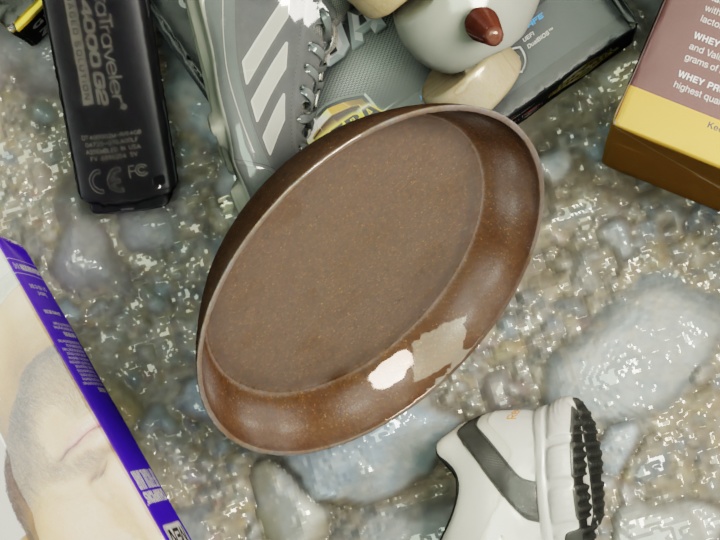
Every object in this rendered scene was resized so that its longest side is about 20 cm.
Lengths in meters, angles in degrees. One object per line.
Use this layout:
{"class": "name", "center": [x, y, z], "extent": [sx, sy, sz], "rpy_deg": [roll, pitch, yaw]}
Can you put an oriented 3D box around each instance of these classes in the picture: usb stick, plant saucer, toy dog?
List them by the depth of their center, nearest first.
{"class": "toy dog", "center": [0.081, -0.160, 0.894], "extent": [0.132, 0.096, 0.200], "rpy_deg": [23, 91, -26]}
{"class": "plant saucer", "center": [0.000, 0.000, 0.911], "extent": [0.200, 0.200, 0.034], "rpy_deg": [-46, 54, 0]}
{"class": "usb stick", "center": [-0.131, -0.127, 0.962], "extent": [0.055, 0.033, 0.200], "rpy_deg": [-5, 109, 7]}

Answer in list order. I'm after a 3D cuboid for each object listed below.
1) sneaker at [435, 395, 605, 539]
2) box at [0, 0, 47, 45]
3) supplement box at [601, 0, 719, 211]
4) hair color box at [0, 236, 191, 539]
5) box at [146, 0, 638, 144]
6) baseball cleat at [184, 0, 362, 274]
{"class": "sneaker", "center": [0.081, 0.164, 0.946], "extent": [0.080, 0.074, 0.200], "rpy_deg": [-5, 80, 19]}
{"class": "box", "center": [-0.190, -0.242, 1.005], "extent": [0.200, 0.049, 0.160], "rpy_deg": [44, 92, 6]}
{"class": "supplement box", "center": [0.245, -0.115, 0.914], "extent": [0.197, 0.133, 0.200], "rpy_deg": [22, 88, 6]}
{"class": "hair color box", "center": [-0.175, 0.095, 0.969], "extent": [0.109, 0.065, 0.200], "rpy_deg": [-31, 85, 1]}
{"class": "box", "center": [0.016, -0.127, 0.978], "extent": [0.200, 0.046, 0.159], "rpy_deg": [-34, 83, 2]}
{"class": "baseball cleat", "center": [-0.033, -0.101, 0.923], "extent": [0.106, 0.070, 0.200], "rpy_deg": [-16, 88, -2]}
